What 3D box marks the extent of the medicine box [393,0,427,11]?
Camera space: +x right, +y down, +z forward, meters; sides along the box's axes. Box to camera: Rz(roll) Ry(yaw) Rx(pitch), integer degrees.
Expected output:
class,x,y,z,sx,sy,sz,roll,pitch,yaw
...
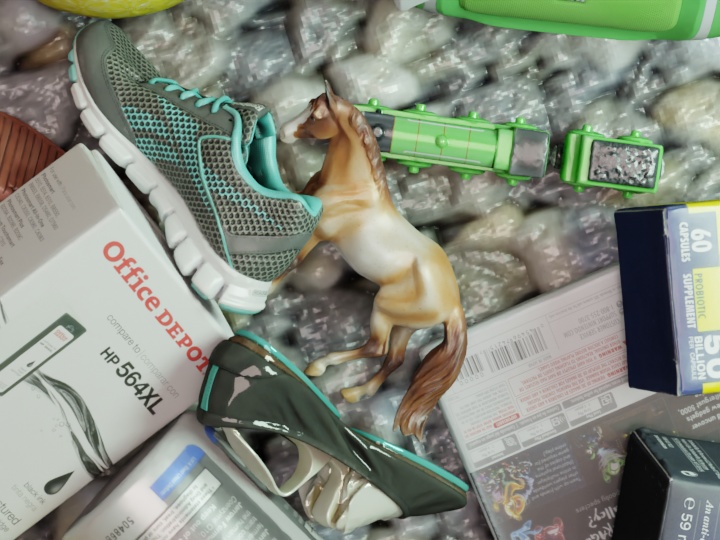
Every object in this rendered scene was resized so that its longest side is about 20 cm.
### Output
class,x,y,z,sx,sy,sz,roll,pitch,yaw
medicine box,0.068,-0.273,1.646,0.181,0.103,0.201,-21,51,0

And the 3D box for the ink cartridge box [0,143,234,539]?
class,x,y,z,sx,sy,sz,roll,pitch,yaw
ink cartridge box,-0.189,0.048,1.691,0.200,0.084,0.146,-37,127,2

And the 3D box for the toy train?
class,x,y,z,sx,sy,sz,roll,pitch,yaw
toy train,0.084,-0.072,1.733,0.199,0.056,0.042,7,94,-3

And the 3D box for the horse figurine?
class,x,y,z,sx,sy,sz,roll,pitch,yaw
horse figurine,0.000,0.000,1.724,0.132,0.050,0.200,-38,94,21

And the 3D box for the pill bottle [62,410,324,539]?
class,x,y,z,sx,sy,sz,roll,pitch,yaw
pill bottle,-0.069,0.190,1.718,0.114,0.114,0.200,-44,94,2

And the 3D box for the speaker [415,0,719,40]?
class,x,y,z,sx,sy,sz,roll,pitch,yaw
speaker,0.123,-0.184,1.713,0.199,0.088,0.089,6,94,-2

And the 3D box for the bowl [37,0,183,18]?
class,x,y,z,sx,sy,sz,roll,pitch,yaw
bowl,-0.142,-0.227,1.661,0.199,0.108,0.201,-2,113,-6

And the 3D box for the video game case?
class,x,y,z,sx,sy,sz,roll,pitch,yaw
video game case,0.159,0.092,1.764,0.199,0.023,0.183,-23,94,-1

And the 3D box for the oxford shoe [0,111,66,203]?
class,x,y,z,sx,sy,sz,roll,pitch,yaw
oxford shoe,-0.245,-0.056,1.731,0.199,0.071,0.074,25,124,-8

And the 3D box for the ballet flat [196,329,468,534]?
class,x,y,z,sx,sy,sz,roll,pitch,yaw
ballet flat,-0.023,0.109,1.710,0.200,0.068,0.069,36,78,-30

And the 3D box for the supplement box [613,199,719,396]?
class,x,y,z,sx,sy,sz,roll,pitch,yaw
supplement box,0.260,0.008,1.701,0.199,0.109,0.110,-6,92,-11

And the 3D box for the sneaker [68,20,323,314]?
class,x,y,z,sx,sy,sz,roll,pitch,yaw
sneaker,-0.091,-0.075,1.694,0.091,0.077,0.200,-42,75,21

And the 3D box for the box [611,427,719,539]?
class,x,y,z,sx,sy,sz,roll,pitch,yaw
box,0.247,0.213,1.710,0.197,0.123,0.201,8,100,-8
